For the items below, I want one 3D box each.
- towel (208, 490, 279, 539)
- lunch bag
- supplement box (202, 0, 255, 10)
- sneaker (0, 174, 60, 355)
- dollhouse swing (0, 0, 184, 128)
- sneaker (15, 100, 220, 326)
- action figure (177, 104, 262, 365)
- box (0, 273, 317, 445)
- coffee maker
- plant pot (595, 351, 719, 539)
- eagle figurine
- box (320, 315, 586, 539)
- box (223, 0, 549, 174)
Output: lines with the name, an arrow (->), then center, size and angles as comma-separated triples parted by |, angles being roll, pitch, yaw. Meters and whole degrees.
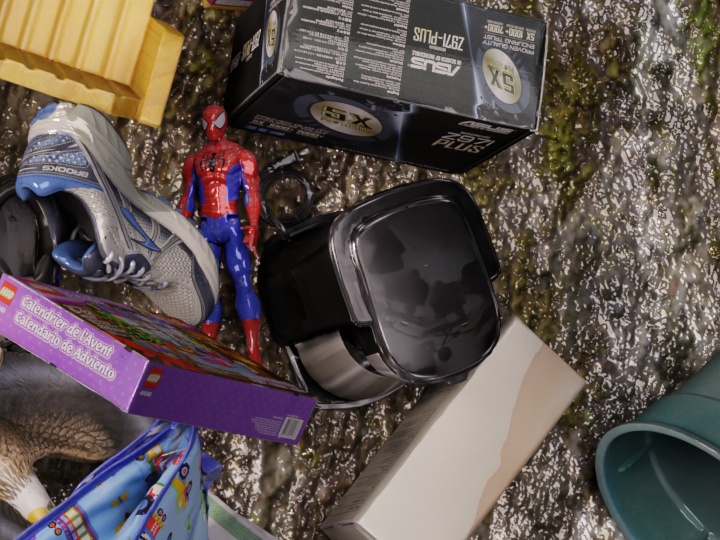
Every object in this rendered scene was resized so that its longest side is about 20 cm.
towel -> -0.133, 0.249, 1.688 | 0.200, 0.149, 0.031 | -42, 131, -20
lunch bag -> -0.155, 0.195, 1.620 | 0.094, 0.151, 0.200 | 28, 58, 22
supplement box -> -0.033, -0.260, 1.768 | 0.130, 0.200, 0.104 | 2, 80, -18
sneaker -> -0.242, 0.029, 1.704 | 0.069, 0.099, 0.202 | -5, 84, -17
dollhouse swing -> -0.216, -0.222, 1.728 | 0.199, 0.182, 0.177 | 19, 96, -14
sneaker -> -0.176, -0.020, 1.693 | 0.200, 0.077, 0.086 | 50, 47, -31
action figure -> -0.102, -0.022, 1.782 | 0.065, 0.052, 0.202 | -7, 80, 16
box -> -0.136, 0.060, 1.606 | 0.136, 0.200, 0.039 | 27, 95, 32
coffee maker -> 0.000, 0.000, 1.736 | 0.135, 0.200, 0.192 | -44, 96, -20
plant pot -> 0.314, 0.132, 1.829 | 0.196, 0.200, 0.201 | -42, 95, -27
eagle figurine -> -0.233, 0.129, 1.652 | 0.200, 0.151, 0.152 | 14, 63, -59
box -> 0.068, 0.136, 1.793 | 0.078, 0.095, 0.200 | 42, 73, -8
box -> 0.016, -0.144, 1.784 | 0.198, 0.164, 0.087 | 11, 77, -16
